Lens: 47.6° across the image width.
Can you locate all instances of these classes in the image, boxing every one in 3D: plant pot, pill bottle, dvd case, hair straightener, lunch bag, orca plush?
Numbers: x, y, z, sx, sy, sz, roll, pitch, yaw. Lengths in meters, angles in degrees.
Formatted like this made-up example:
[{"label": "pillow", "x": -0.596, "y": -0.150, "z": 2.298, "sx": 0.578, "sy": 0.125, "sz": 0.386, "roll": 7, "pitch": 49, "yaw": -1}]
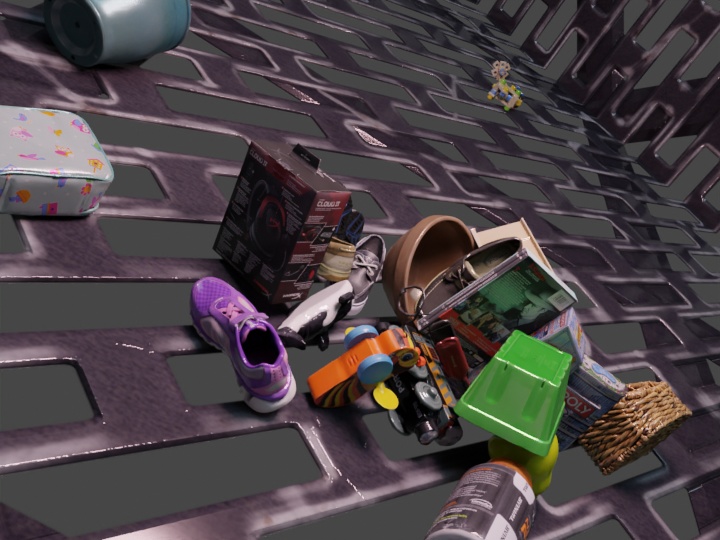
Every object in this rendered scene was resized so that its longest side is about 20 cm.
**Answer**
[{"label": "plant pot", "x": -0.426, "y": -0.442, "z": 1.394, "sx": 0.200, "sy": 0.200, "sz": 0.188, "roll": 38, "pitch": 44, "yaw": 4}, {"label": "pill bottle", "x": 0.151, "y": 0.304, "z": 0.987, "sx": 0.106, "sy": 0.106, "sz": 0.200, "roll": 40, "pitch": 30, "yaw": 8}, {"label": "dvd case", "x": 0.203, "y": 0.061, "z": 1.209, "sx": 0.146, "sy": 0.200, "sz": 0.022, "roll": 35, "pitch": 29, "yaw": -36}, {"label": "hair straightener", "x": 0.144, "y": 0.136, "z": 1.200, "sx": 0.200, "sy": 0.041, "sz": 0.077, "roll": 57, "pitch": 10, "yaw": -43}, {"label": "lunch bag", "x": -0.432, "y": -0.146, "z": 1.057, "sx": 0.199, "sy": 0.077, "sz": 0.161, "roll": -3, "pitch": 46, "yaw": -48}, {"label": "orca plush", "x": -0.053, "y": 0.079, "z": 1.136, "sx": 0.200, "sy": 0.105, "sz": 0.072, "roll": -54, "pitch": 124, "yaw": -72}, {"label": "plant pot", "x": 0.099, "y": 0.008, "z": 1.330, "sx": 0.092, "sy": 0.203, "sz": 0.200, "roll": 10, "pitch": 9, "yaw": 40}]

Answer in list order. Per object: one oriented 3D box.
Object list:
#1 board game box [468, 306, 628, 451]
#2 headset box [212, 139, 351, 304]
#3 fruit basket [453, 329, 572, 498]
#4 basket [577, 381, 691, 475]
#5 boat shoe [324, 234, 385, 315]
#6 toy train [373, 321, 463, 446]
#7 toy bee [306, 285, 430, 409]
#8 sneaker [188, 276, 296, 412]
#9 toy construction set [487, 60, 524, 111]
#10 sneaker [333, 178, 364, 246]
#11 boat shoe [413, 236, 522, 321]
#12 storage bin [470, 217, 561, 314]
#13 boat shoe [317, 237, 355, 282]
[{"label": "board game box", "x": 0.297, "y": 0.164, "z": 1.245, "sx": 0.199, "sy": 0.200, "sz": 0.062, "roll": 36, "pitch": 33, "yaw": -1}, {"label": "headset box", "x": -0.111, "y": -0.078, "z": 1.146, "sx": 0.148, "sy": 0.201, "sz": 0.075, "roll": 38, "pitch": 27, "yaw": 31}, {"label": "fruit basket", "x": 0.215, "y": 0.209, "z": 1.133, "sx": 0.155, "sy": 0.217, "sz": 0.215, "roll": 25, "pitch": 26, "yaw": 16}, {"label": "basket", "x": 0.443, "y": 0.228, "z": 1.366, "sx": 0.199, "sy": 0.143, "sz": 0.149, "roll": -2, "pitch": 47, "yaw": -48}, {"label": "boat shoe", "x": 0.000, "y": 0.000, "z": 1.307, "sx": 0.072, "sy": 0.068, "sz": 0.200, "roll": 35, "pitch": 29, "yaw": -1}, {"label": "toy train", "x": 0.079, "y": 0.159, "z": 1.154, "sx": 0.114, "sy": 0.085, "sz": 0.201, "roll": 22, "pitch": 31, "yaw": -41}, {"label": "toy bee", "x": 0.033, "y": 0.120, "z": 1.063, "sx": 0.108, "sy": 0.199, "sz": 0.132, "roll": 31, "pitch": 45, "yaw": -45}, {"label": "sneaker", "x": -0.146, "y": 0.074, "z": 1.007, "sx": 0.080, "sy": 0.089, "sz": 0.200, "roll": -28, "pitch": 62, "yaw": -23}, {"label": "toy construction set", "x": 0.466, "y": -0.590, "z": 2.642, "sx": 0.130, "sy": 0.092, "sz": 0.201, "roll": 26, "pitch": 42, "yaw": -16}, {"label": "sneaker", "x": -0.054, "y": -0.092, "z": 1.321, "sx": 0.077, "sy": 0.076, "sz": 0.200, "roll": 16, "pitch": -17, "yaw": 18}, {"label": "boat shoe", "x": 0.165, "y": 0.009, "z": 1.239, "sx": 0.072, "sy": 0.200, "sz": 0.066, "roll": 52, "pitch": -12, "yaw": 13}, {"label": "storage bin", "x": 0.265, "y": 0.054, "z": 1.366, "sx": 0.093, "sy": 0.201, "sz": 0.199, "roll": -15, "pitch": 43, "yaw": -1}, {"label": "boat shoe", "x": -0.079, "y": -0.054, "z": 1.275, "sx": 0.073, "sy": 0.063, "sz": 0.201, "roll": 3, "pitch": 27, "yaw": -42}]
